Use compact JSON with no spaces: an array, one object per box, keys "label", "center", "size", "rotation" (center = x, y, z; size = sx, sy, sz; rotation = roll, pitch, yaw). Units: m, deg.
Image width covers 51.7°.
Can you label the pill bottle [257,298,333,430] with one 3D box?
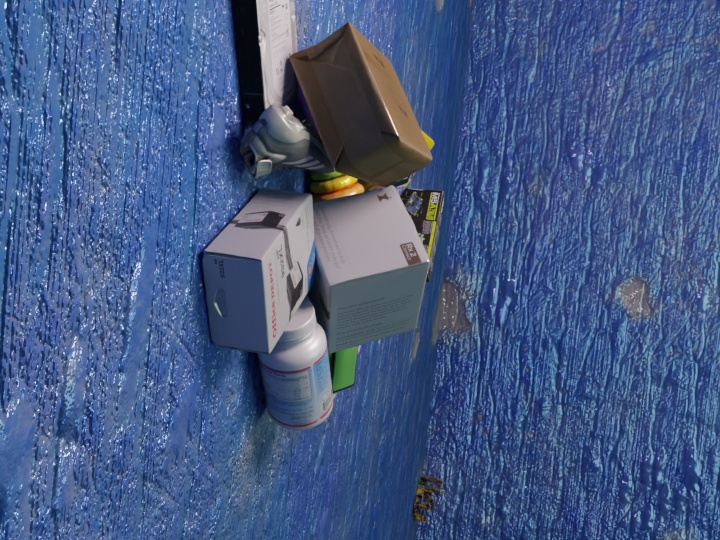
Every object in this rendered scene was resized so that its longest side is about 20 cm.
[{"label":"pill bottle","center":[-0.102,0.142,1.146],"size":[0.109,0.108,0.201],"rotation":[-66,158,-51]}]

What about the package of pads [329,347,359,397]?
[{"label":"package of pads","center":[-0.057,0.136,1.416],"size":[0.200,0.068,0.156],"rotation":[-56,148,-61]}]

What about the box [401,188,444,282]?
[{"label":"box","center":[0.067,-0.082,1.555],"size":[0.048,0.192,0.201],"rotation":[73,26,-61]}]

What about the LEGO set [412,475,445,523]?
[{"label":"LEGO set","center":[0.298,0.971,3.146],"size":[0.200,0.115,0.155],"rotation":[-64,156,-53]}]

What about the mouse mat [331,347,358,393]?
[{"label":"mouse mat","center":[-0.023,0.123,1.392],"size":[0.161,0.007,0.202],"rotation":[13,81,-75]}]

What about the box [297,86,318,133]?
[{"label":"box","center":[-0.043,-0.256,1.204],"size":[0.138,0.039,0.200],"rotation":[69,17,4]}]

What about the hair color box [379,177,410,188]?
[{"label":"hair color box","center":[0.029,-0.254,1.330],"size":[0.201,0.060,0.100],"rotation":[64,-18,15]}]

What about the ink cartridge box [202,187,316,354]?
[{"label":"ink cartridge box","center":[-0.130,-0.004,1.013],"size":[0.200,0.083,0.146],"rotation":[-62,156,-57]}]

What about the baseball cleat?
[{"label":"baseball cleat","center":[-0.103,-0.165,1.029],"size":[0.070,0.106,0.200],"rotation":[57,11,23]}]

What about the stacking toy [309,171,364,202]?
[{"label":"stacking toy","center":[-0.050,-0.170,1.281],"size":[0.116,0.109,0.201],"rotation":[-56,135,-66]}]

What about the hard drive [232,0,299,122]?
[{"label":"hard drive","center":[-0.123,-0.316,0.996],"size":[0.140,0.038,0.201],"rotation":[-61,153,-58]}]

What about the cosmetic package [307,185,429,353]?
[{"label":"cosmetic package","center":[0.000,0.000,1.204],"size":[0.201,0.164,0.166],"rotation":[94,-22,-53]}]

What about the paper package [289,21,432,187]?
[{"label":"paper package","center":[0.006,-0.233,1.084],"size":[0.192,0.103,0.200],"rotation":[67,18,7]}]

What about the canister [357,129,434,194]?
[{"label":"canister","center":[0.049,-0.197,1.453],"size":[0.201,0.086,0.148],"rotation":[-56,158,9]}]
